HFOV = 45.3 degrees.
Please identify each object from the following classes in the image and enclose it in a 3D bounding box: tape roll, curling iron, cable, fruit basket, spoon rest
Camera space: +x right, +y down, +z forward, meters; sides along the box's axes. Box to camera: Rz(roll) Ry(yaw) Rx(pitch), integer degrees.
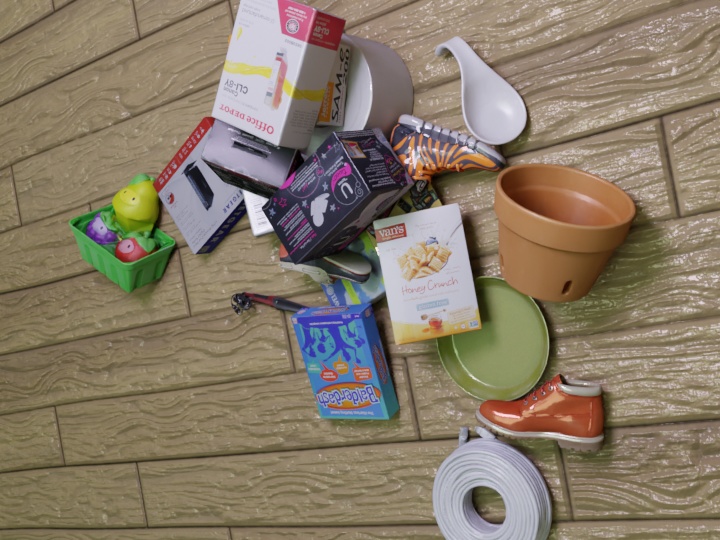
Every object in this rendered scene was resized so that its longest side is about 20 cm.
[{"bbox_3d":[-0.029,-0.289,1.442,0.200,0.138,0.207,3,96,32],"label":"tape roll"},{"bbox_3d":[-0.164,0.069,1.632,0.197,0.026,0.050,6,62,29],"label":"curling iron"},{"bbox_3d":[0.211,0.376,1.395,0.198,0.069,0.203,24,108,29],"label":"cable"},{"bbox_3d":[-0.480,-0.091,1.766,0.213,0.155,0.219,20,123,33],"label":"fruit basket"},{"bbox_3d":[0.182,-0.284,1.341,0.098,0.061,0.202,-29,74,-8],"label":"spoon rest"}]

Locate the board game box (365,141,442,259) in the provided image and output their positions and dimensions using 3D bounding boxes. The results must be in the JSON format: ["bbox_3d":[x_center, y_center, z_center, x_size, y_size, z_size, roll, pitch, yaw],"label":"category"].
[{"bbox_3d":[0.062,-0.106,1.431,0.134,0.035,0.202,-28,78,6],"label":"board game box"}]

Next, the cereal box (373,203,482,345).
[{"bbox_3d":[0.106,0.006,1.373,0.141,0.040,0.204,-12,90,7],"label":"cereal box"}]

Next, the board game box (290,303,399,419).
[{"bbox_3d":[-0.027,0.162,1.513,0.150,0.045,0.203,-6,108,33],"label":"board game box"}]

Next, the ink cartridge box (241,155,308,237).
[{"bbox_3d":[-0.136,-0.181,1.571,0.171,0.044,0.204,-15,86,2],"label":"ink cartridge box"}]

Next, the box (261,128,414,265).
[{"bbox_3d":[-0.035,-0.115,1.361,0.199,0.131,0.116,-40,76,36],"label":"box"}]

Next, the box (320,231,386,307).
[{"bbox_3d":[0.000,0.000,1.508,0.199,0.047,0.123,-35,76,30],"label":"box"}]

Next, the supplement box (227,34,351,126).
[{"bbox_3d":[-0.119,-0.303,1.372,0.197,0.073,0.129,14,102,32],"label":"supplement box"}]

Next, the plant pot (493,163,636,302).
[{"bbox_3d":[0.280,-0.050,1.245,0.198,0.199,0.142,27,126,28],"label":"plant pot"}]

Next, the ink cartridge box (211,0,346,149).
[{"bbox_3d":[-0.124,-0.299,1.282,0.144,0.083,0.203,26,107,28],"label":"ink cartridge box"}]

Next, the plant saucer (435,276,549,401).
[{"bbox_3d":[0.214,0.109,1.388,0.197,0.031,0.204,5,99,33],"label":"plant saucer"}]

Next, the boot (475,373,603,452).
[{"bbox_3d":[0.275,0.205,1.323,0.196,0.075,0.109,5,104,18],"label":"boot"}]

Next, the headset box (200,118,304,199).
[{"bbox_3d":[-0.174,-0.179,1.451,0.147,0.200,0.078,20,84,5],"label":"headset box"}]

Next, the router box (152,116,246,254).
[{"bbox_3d":[-0.298,-0.165,1.685,0.200,0.049,0.181,-44,72,29],"label":"router box"}]

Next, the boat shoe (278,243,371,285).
[{"bbox_3d":[-0.063,-0.009,1.478,0.198,0.071,0.064,20,108,34],"label":"boat shoe"}]

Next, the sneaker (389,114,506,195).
[{"bbox_3d":[0.129,-0.165,1.372,0.198,0.077,0.114,24,93,29],"label":"sneaker"}]
